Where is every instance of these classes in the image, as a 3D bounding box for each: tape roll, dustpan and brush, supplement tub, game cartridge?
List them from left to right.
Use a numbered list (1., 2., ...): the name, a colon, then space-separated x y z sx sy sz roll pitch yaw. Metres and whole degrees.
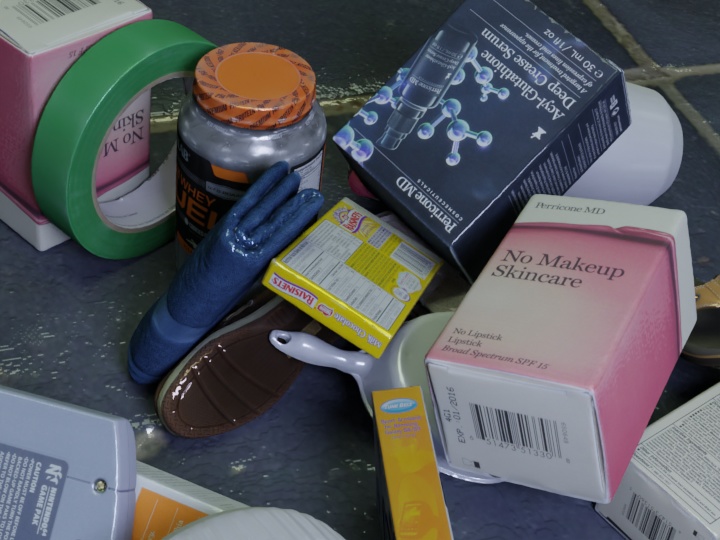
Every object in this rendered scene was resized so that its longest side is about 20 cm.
1. game cartridge: -0.209 0.177 0.787 0.132 0.042 0.202 13 85 8
2. tape roll: -0.182 -0.108 1.089 0.048 0.202 0.200 32 46 27
3. supplement tub: -0.092 -0.077 1.069 0.121 0.201 0.123 5 40 -4
4. dustpan and brush: 0.027 0.077 1.000 0.199 0.057 0.141 24 55 -20

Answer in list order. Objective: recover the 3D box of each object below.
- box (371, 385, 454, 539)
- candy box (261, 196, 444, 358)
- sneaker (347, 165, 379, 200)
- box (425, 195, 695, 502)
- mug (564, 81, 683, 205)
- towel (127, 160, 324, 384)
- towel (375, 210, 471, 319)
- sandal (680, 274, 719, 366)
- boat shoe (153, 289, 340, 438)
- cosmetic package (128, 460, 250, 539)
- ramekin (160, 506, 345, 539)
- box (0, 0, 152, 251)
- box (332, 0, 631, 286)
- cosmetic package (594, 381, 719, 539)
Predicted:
1. box: 0.035 0.174 0.862 0.041 0.120 0.201 -7 41 -5
2. candy box: 0.000 0.000 1.000 0.102 0.027 0.200 31 21 5
3. sneaker: 0.041 -0.121 1.244 0.074 0.081 0.200 -14 21 36
4. box: 0.150 0.049 0.938 0.127 0.110 0.200 8 42 29
5. mug: 0.215 -0.133 1.238 0.152 0.150 0.188 4 46 -17
6. towel: -0.110 0.006 0.976 0.049 0.200 0.112 43 44 -1
7. towel: 0.092 0.003 1.137 0.132 0.035 0.200 -20 48 -28
8. sandal: 0.284 0.026 1.077 0.081 0.055 0.200 -17 24 -9
9. boat shoe: -0.085 0.063 1.025 0.202 0.075 0.075 -33 20 -31
10. cosmetic package: -0.177 0.167 0.837 0.198 0.071 0.102 19 84 13
11. ramekin: -0.063 0.228 0.731 0.199 0.202 0.105 -15 36 -25
12. box: -0.259 -0.141 1.114 0.109 0.201 0.127 35 47 28
13. box: 0.104 -0.117 1.088 0.200 0.107 0.148 -46 66 -2
14. cosmetic package: 0.283 0.146 0.975 0.199 0.072 0.105 -22 47 -31
